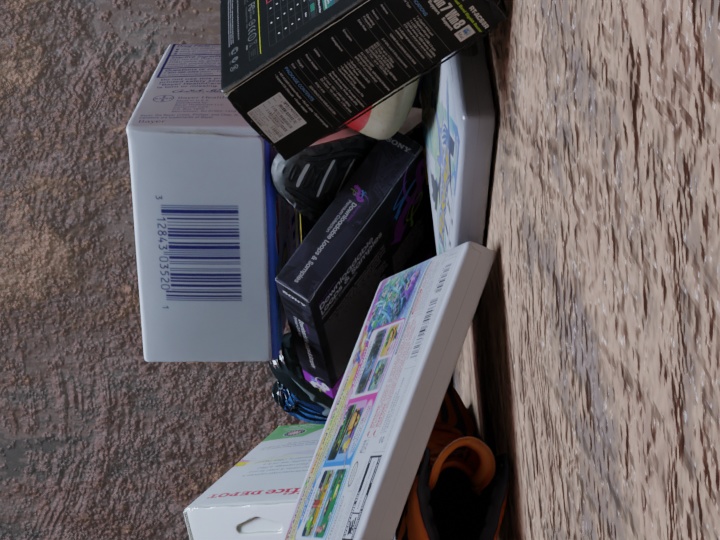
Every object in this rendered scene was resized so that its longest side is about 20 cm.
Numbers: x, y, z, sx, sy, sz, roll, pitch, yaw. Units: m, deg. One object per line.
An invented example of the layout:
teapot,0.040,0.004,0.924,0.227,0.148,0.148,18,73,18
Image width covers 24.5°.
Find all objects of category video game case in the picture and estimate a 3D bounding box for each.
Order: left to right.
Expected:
video game case,0.012,0.088,1.019,0.182,0.024,0.201,153,139,-73
video game case,0.059,-0.097,1.059,0.201,0.022,0.183,90,176,-53

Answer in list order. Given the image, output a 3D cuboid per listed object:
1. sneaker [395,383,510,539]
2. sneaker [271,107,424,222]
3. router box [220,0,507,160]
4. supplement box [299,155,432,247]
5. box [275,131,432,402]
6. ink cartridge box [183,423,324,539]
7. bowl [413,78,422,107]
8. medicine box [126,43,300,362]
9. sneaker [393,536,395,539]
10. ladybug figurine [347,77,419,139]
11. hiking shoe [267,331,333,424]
sneaker,0.055,0.120,1.002,0.112,0.077,0.201,105,164,-45
sneaker,-0.018,-0.091,1.214,0.074,0.079,0.200,-62,-15,24
router box,-0.005,-0.174,0.947,0.062,0.149,0.201,45,-157,-33
supplement box,0.000,-0.075,1.427,0.201,0.108,0.110,-97,5,-53
box,0.000,0.000,1.230,0.143,0.036,0.200,-54,-16,-18
ink cartridge box,-0.044,0.205,1.466,0.200,0.144,0.088,-34,-66,-63
bowl,0.025,-0.218,1.358,0.201,0.039,0.202,180,90,-83
medicine box,-0.105,-0.056,1.250,0.200,0.102,0.183,-81,-9,-65
sneaker,0.044,0.162,1.182,0.201,0.075,0.114,98,171,-46
ladybug figurine,0.003,-0.159,1.105,0.200,0.071,0.137,108,166,-75
hiking shoe,-0.044,0.105,1.459,0.200,0.086,0.075,36,-140,-62
